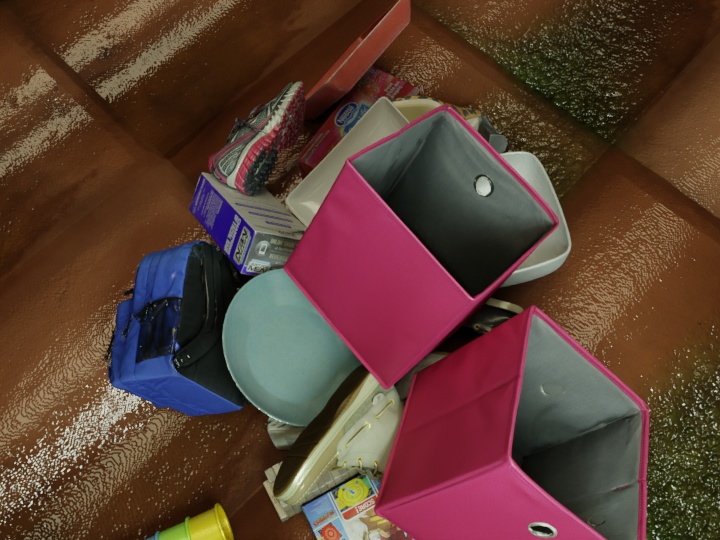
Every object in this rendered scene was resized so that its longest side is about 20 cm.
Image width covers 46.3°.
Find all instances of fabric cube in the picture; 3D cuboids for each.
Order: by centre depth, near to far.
[{"bbox_3d":[0.165,0.202,0.902,0.196,0.199,0.202,39,44,-18],"label":"fabric cube"},{"bbox_3d":[0.067,-0.028,0.963,0.196,0.200,0.199,47,48,10],"label":"fabric cube"}]

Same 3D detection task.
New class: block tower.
[{"bbox_3d":[-0.025,0.235,1.049,0.198,0.058,0.054,-29,62,-9],"label":"block tower"}]

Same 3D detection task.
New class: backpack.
[{"bbox_3d":[-0.236,0.068,1.095,0.165,0.163,0.203,-8,61,22],"label":"backpack"}]

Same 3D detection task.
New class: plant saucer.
[{"bbox_3d":[-0.077,0.097,1.030,0.198,0.039,0.204,12,60,-21],"label":"plant saucer"},{"bbox_3d":[-0.011,-0.314,1.281,0.037,0.199,0.201,42,72,-13],"label":"plant saucer"}]

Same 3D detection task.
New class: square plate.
[{"bbox_3d":[0.029,-0.093,1.129,0.200,0.028,0.198,-45,78,8],"label":"square plate"}]

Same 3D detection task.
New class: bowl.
[{"bbox_3d":[0.176,-0.058,1.173,0.196,0.075,0.202,-11,56,-3],"label":"bowl"}]

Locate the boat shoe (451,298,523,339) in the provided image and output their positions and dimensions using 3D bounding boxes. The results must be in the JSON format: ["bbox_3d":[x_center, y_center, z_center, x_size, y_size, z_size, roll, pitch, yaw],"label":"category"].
[{"bbox_3d":[0.114,0.057,1.123,0.198,0.074,0.064,15,78,19],"label":"boat shoe"}]

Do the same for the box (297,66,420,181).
[{"bbox_3d":[0.002,-0.188,1.247,0.095,0.100,0.201,28,68,18],"label":"box"}]

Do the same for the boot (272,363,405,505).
[{"bbox_3d":[0.005,0.222,0.960,0.155,0.072,0.200,50,55,-13],"label":"boot"}]

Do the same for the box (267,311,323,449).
[{"bbox_3d":[-0.078,0.124,1.099,0.067,0.083,0.203,-2,60,3],"label":"box"}]

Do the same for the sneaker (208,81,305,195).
[{"bbox_3d":[-0.139,-0.200,1.188,0.074,0.081,0.201,22,57,16],"label":"sneaker"}]

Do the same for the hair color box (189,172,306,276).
[{"bbox_3d":[-0.145,-0.059,1.142,0.200,0.108,0.066,41,114,49],"label":"hair color box"}]

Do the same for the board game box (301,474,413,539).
[{"bbox_3d":[0.045,0.302,1.019,0.198,0.035,0.136,-26,64,-9],"label":"board game box"}]

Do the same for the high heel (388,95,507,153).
[{"bbox_3d":[0.106,-0.220,1.232,0.197,0.072,0.143,14,20,-15],"label":"high heel"}]

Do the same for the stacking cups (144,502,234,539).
[{"bbox_3d":[-0.250,0.350,1.009,0.197,0.061,0.061,-25,62,-4],"label":"stacking cups"}]

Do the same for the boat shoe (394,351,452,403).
[{"bbox_3d":[0.139,0.141,1.082,0.196,0.071,0.070,-7,62,10],"label":"boat shoe"}]
